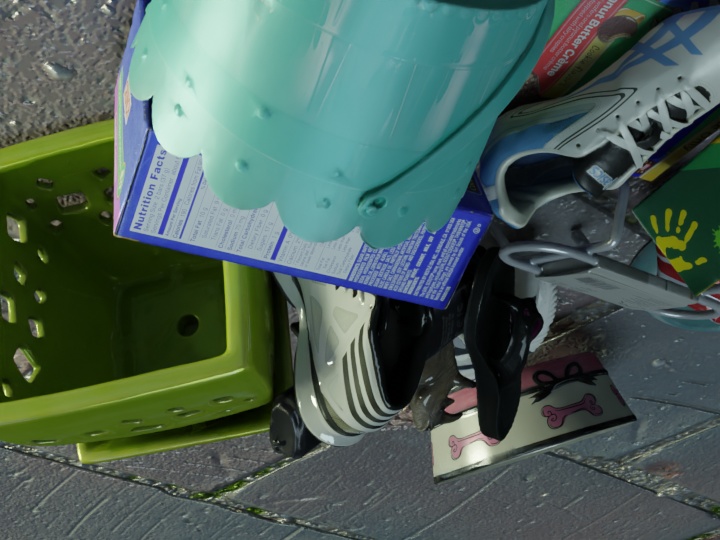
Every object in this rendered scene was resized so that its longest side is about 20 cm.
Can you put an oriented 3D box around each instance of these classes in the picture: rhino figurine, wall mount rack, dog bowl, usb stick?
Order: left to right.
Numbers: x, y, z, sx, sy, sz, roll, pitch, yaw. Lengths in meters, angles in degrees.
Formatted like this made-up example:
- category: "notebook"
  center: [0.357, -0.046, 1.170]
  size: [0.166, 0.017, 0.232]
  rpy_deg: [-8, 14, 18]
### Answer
- category: "usb stick"
  center: [0.012, 0.064, 0.874]
  size: [0.199, 0.032, 0.056]
  rpy_deg: [-33, 139, -38]
- category: "rhino figurine"
  center: [0.029, 0.064, 0.965]
  size: [0.088, 0.060, 0.200]
  rpy_deg: [-48, 126, -4]
- category: "dog bowl"
  center: [0.153, 0.137, 1.166]
  size: [0.198, 0.075, 0.200]
  rpy_deg: [-17, 169, -4]
- category: "wall mount rack"
  center: [0.169, -0.018, 0.906]
  size: [0.198, 0.076, 0.173]
  rpy_deg: [18, 166, -31]

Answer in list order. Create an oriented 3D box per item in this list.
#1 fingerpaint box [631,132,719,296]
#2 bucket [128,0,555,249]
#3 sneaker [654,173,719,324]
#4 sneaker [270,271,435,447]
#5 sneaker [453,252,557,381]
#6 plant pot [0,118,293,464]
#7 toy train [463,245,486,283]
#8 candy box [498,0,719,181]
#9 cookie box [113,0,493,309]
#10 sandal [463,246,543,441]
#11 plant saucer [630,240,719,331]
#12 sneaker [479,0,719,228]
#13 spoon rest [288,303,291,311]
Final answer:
- category: "fingerpaint box"
  center: [0.290, -0.087, 0.779]
  size: [0.199, 0.074, 0.167]
  rpy_deg: [-29, 169, -41]
- category: "bucket"
  center: [-0.006, -0.129, 0.628]
  size: [0.205, 0.209, 0.135]
  rpy_deg: [10, 132, -23]
- category: "sneaker"
  center: [0.324, -0.019, 0.960]
  size: [0.197, 0.072, 0.114]
  rpy_deg: [0, 126, 5]
- category: "sneaker"
  center: [0.000, 0.000, 0.787]
  size: [0.075, 0.203, 0.115]
  rpy_deg: [-1, 162, -35]
- category: "sneaker"
  center: [0.070, 0.041, 1.038]
  size: [0.128, 0.081, 0.199]
  rpy_deg: [0, 160, -25]
- category: "plant pot"
  center: [-0.149, 0.024, 0.876]
  size: [0.197, 0.201, 0.182]
  rpy_deg: [-12, 155, 10]
- category: "toy train"
  center: [0.028, -0.049, 0.897]
  size: [0.045, 0.034, 0.200]
  rpy_deg: [-23, 131, 27]
- category: "candy box"
  center: [0.152, -0.146, 0.747]
  size: [0.198, 0.078, 0.169]
  rpy_deg: [12, 145, -29]
- category: "cookie box"
  center: [-0.041, -0.073, 0.729]
  size: [0.198, 0.172, 0.076]
  rpy_deg: [13, 123, -19]
- category: "sandal"
  center: [0.117, 0.057, 0.956]
  size: [0.047, 0.076, 0.202]
  rpy_deg: [13, 143, 23]
- category: "plant saucer"
  center: [0.331, 0.003, 1.072]
  size: [0.197, 0.028, 0.201]
  rpy_deg: [-4, 148, -2]
- category: "sneaker"
  center: [0.154, -0.085, 0.705]
  size: [0.199, 0.073, 0.072]
  rpy_deg: [-29, 141, 32]
- category: "spoon rest"
  center: [0.001, -0.003, 0.994]
  size: [0.199, 0.061, 0.099]
  rpy_deg: [-31, 143, 15]
